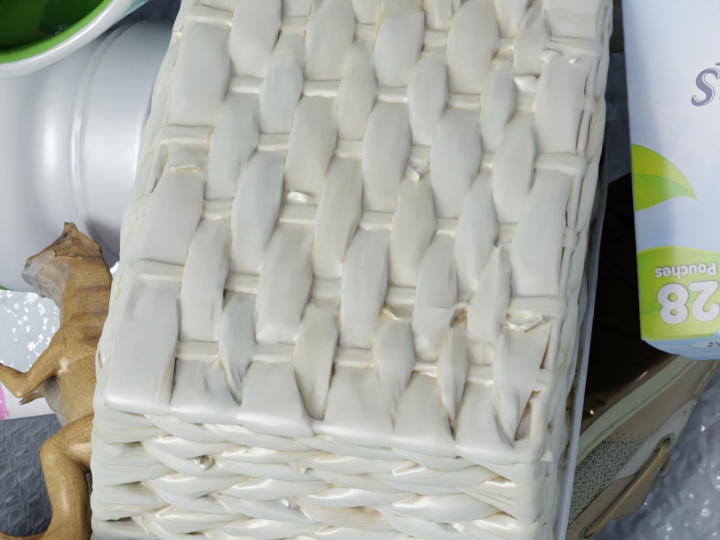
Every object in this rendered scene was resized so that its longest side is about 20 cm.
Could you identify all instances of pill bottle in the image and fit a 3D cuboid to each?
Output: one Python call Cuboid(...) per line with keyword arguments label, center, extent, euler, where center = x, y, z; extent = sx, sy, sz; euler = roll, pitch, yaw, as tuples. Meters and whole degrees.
Cuboid(label="pill bottle", center=(-0.138, -0.050, 0.991), extent=(0.199, 0.111, 0.111), euler=(6, 88, 28))

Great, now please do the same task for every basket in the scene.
Cuboid(label="basket", center=(0.000, 0.000, 0.808), extent=(0.135, 0.124, 0.200), euler=(7, 55, 5))

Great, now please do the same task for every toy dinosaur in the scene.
Cuboid(label="toy dinosaur", center=(-0.068, 0.060, 0.862), extent=(0.106, 0.060, 0.200), euler=(-35, 60, -6))

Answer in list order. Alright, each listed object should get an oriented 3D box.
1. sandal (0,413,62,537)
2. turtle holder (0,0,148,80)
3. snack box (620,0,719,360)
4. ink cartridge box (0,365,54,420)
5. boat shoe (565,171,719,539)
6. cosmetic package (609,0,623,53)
Cuboid(label="sandal", center=(-0.109, 0.083, 0.927), extent=(0.200, 0.043, 0.076), euler=(8, 67, 25))
Cuboid(label="turtle holder", center=(-0.090, -0.133, 0.848), extent=(0.185, 0.141, 0.132), euler=(-14, 45, 0))
Cuboid(label="snack box", center=(0.161, -0.081, 0.803), extent=(0.168, 0.068, 0.201), euler=(-6, 83, 19))
Cuboid(label="ink cartridge box", center=(-0.096, 0.096, 0.981), extent=(0.200, 0.067, 0.117), euler=(-28, 73, 21))
Cuboid(label="boat shoe", center=(0.067, 0.047, 0.903), extent=(0.200, 0.065, 0.072), euler=(-49, 51, -5))
Cuboid(label="cosmetic package", center=(0.052, -0.173, 0.907), extent=(0.073, 0.103, 0.201), euler=(-5, 85, 26))
